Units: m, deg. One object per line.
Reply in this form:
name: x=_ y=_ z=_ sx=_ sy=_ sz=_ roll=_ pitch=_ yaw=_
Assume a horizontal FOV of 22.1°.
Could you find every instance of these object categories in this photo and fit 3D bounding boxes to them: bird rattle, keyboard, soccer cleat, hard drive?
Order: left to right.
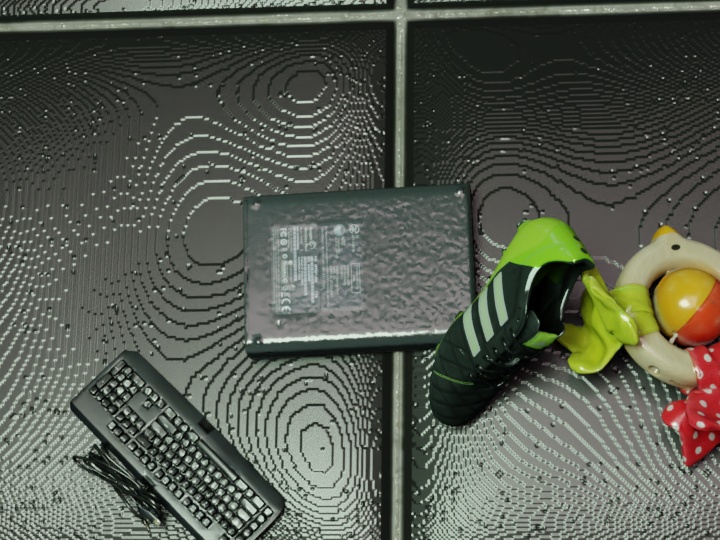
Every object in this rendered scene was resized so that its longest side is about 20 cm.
keyboard: x=-0.165 y=0.162 z=1.543 sx=0.200 sy=0.040 sz=0.104 roll=42 pitch=81 yaw=16
hard drive: x=0.000 y=0.000 z=1.576 sx=0.198 sy=0.033 sz=0.141 roll=-3 pitch=73 yaw=5
soccer cleat: x=0.119 y=0.051 z=1.492 sx=0.201 sy=0.067 sz=0.081 roll=-61 pitch=38 yaw=18
bird rattle: x=0.266 y=0.049 z=1.502 sx=0.199 sy=0.113 sz=0.163 roll=31 pitch=63 yaw=11
